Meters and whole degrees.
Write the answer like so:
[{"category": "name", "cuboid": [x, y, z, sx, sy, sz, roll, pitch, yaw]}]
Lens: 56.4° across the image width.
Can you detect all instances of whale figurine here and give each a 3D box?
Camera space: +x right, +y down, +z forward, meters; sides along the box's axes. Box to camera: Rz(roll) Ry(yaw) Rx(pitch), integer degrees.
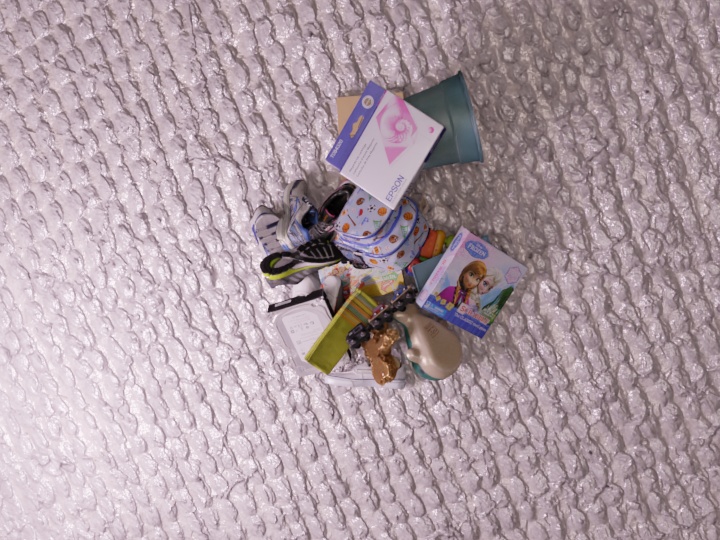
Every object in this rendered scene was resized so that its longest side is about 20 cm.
[{"category": "whale figurine", "cuboid": [0.146, 0.167, 1.578, 0.201, 0.159, 0.104, 49, 140, 2]}]

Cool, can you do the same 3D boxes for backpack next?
[{"category": "backpack", "cuboid": [0.050, -0.095, 1.486, 0.188, 0.154, 0.202, 22, 79, 32]}]

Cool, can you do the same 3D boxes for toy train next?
[{"category": "toy train", "cuboid": [0.047, 0.101, 1.511, 0.199, 0.046, 0.034, -39, 137, -7]}, {"category": "toy train", "cuboid": [0.177, -0.080, 1.559, 0.114, 0.085, 0.204, 13, 99, -6]}]

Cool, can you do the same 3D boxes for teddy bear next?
[{"category": "teddy bear", "cuboid": [0.046, 0.166, 1.570, 0.066, 0.201, 0.146, 1, 132, -35]}]

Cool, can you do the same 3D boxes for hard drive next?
[{"category": "hard drive", "cuboid": [-0.114, 0.147, 1.538, 0.137, 0.038, 0.202, -16, 122, 8]}]

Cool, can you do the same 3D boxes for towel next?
[{"category": "towel", "cuboid": [-0.038, 0.140, 1.512, 0.086, 0.018, 0.201, 38, 89, -35]}]

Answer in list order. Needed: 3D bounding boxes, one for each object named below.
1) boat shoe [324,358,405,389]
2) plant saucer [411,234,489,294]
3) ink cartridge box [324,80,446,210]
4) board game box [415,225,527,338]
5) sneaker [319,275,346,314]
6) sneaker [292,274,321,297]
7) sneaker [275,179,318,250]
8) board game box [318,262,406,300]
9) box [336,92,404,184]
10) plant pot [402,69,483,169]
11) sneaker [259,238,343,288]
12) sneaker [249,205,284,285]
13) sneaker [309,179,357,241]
[{"category": "boat shoe", "cuboid": [0.012, 0.249, 1.631, 0.196, 0.074, 0.068, 4, 84, -4]}, {"category": "plant saucer", "cuboid": [0.210, -0.016, 1.539, 0.197, 0.019, 0.071, -23, 109, -10]}, {"category": "ink cartridge box", "cuboid": [0.045, -0.261, 1.391, 0.198, 0.043, 0.198, 34, 102, 11]}, {"category": "board game box", "cuboid": [0.255, 0.031, 1.536, 0.198, 0.041, 0.201, 26, 101, -28]}, {"category": "sneaker", "cuboid": [-0.052, 0.096, 1.589, 0.081, 0.077, 0.203, -10, 126, -26]}, {"category": "sneaker", "cuboid": [-0.134, 0.104, 1.601, 0.076, 0.099, 0.204, -1, 97, 16]}, {"category": "sneaker", "cuboid": [-0.131, -0.131, 1.539, 0.084, 0.203, 0.077, -10, 140, 18]}, {"category": "board game box", "cuboid": [0.000, 0.000, 1.608, 0.196, 0.034, 0.137, -13, 96, 8]}, {"category": "box", "cuboid": [0.030, -0.307, 1.569, 0.160, 0.021, 0.204, -3, 96, 6]}, {"category": "plant pot", "cuboid": [0.151, -0.308, 1.467, 0.193, 0.200, 0.204, -14, 96, 9]}, {"category": "sneaker", "cuboid": [-0.136, -0.013, 1.566, 0.196, 0.081, 0.075, -13, 58, -12]}, {"category": "sneaker", "cuboid": [-0.211, -0.075, 1.599, 0.079, 0.116, 0.202, -16, 128, -9]}, {"category": "sneaker", "cuboid": [-0.076, -0.127, 1.564, 0.080, 0.086, 0.201, 35, 112, 3]}]
